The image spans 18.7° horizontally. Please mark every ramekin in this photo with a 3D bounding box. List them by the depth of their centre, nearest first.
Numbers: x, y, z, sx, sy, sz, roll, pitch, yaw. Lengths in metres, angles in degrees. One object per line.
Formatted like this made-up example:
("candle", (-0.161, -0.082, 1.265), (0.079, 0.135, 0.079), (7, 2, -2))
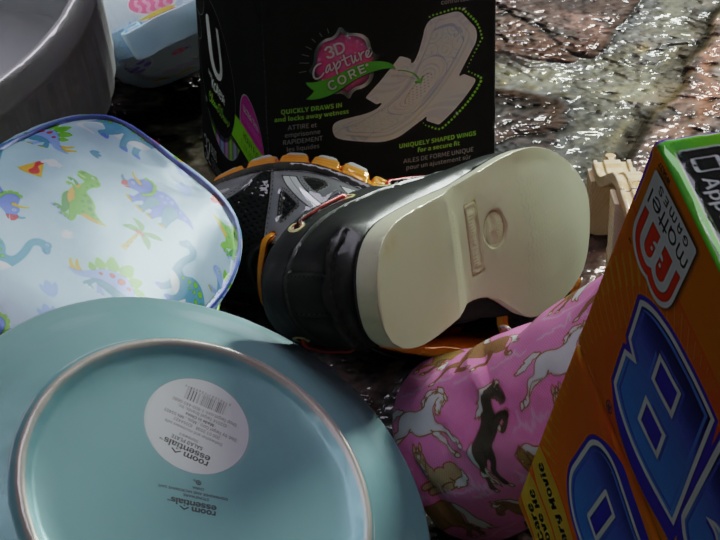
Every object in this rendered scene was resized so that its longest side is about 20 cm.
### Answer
("ramekin", (-0.222, -0.112, 1.135), (0.200, 0.105, 0.201), (-7, 52, 8))

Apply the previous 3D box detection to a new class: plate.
("plate", (-0.062, 0.088, 0.799), (0.200, 0.026, 0.201), (12, 52, -16))

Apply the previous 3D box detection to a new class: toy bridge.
("toy bridge", (0.131, -0.010, 1.037), (0.027, 0.067, 0.200), (-2, 29, -1))

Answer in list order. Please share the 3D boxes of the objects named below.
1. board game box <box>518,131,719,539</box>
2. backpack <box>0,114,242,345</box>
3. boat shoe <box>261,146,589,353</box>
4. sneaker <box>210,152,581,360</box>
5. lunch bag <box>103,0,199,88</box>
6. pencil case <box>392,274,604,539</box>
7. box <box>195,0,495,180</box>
("board game box", (0.189, 0.084, 0.652), (0.199, 0.200, 0.200), (-10, 55, -16))
("backpack", (-0.136, 0.023, 0.913), (0.163, 0.154, 0.200), (35, 21, 9))
("boat shoe", (0.034, -0.010, 0.917), (0.063, 0.074, 0.201), (1, 11, 34))
("sneaker", (0.000, 0.000, 1.015), (0.199, 0.078, 0.077), (6, 34, 11))
("lunch bag", (-0.084, -0.192, 1.273), (0.169, 0.127, 0.200), (-26, 31, 4))
("pencil case", (0.097, 0.036, 0.828), (0.083, 0.200, 0.087), (6, 65, -36))
("box", (-0.011, -0.126, 1.115), (0.124, 0.200, 0.149), (-9, 30, -15))
